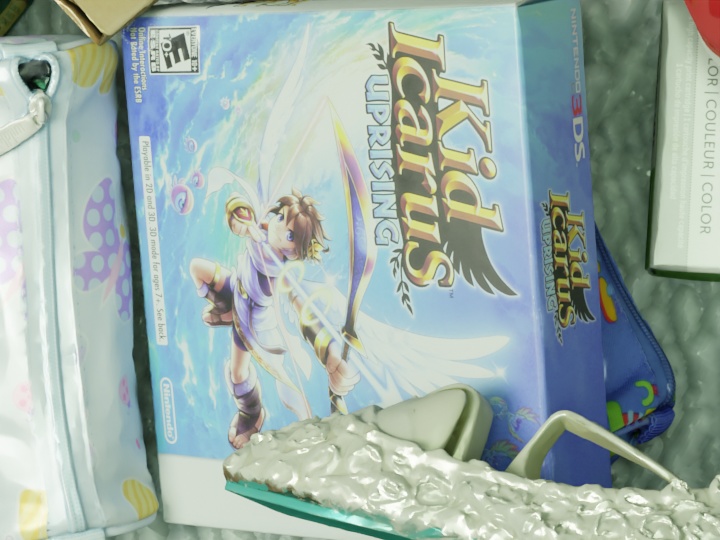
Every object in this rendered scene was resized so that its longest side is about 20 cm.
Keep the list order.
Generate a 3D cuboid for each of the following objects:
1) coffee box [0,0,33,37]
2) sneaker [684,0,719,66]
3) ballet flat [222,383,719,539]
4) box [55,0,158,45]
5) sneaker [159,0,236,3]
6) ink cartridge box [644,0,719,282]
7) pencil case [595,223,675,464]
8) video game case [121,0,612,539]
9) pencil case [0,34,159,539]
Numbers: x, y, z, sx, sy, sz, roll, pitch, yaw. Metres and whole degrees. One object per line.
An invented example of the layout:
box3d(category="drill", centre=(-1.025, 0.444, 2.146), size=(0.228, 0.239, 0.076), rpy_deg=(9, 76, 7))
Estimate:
box3d(category="coffee box", centre=(-0.219, -0.164, 1.112), size=(0.200, 0.123, 0.044), rpy_deg=(40, 90, 8))
box3d(category="sneaker", centre=(0.108, -0.143, 1.021), size=(0.116, 0.200, 0.078), rpy_deg=(36, 104, -24))
box3d(category="ballet flat", centre=(0.049, 0.076, 0.982), size=(0.200, 0.072, 0.072), rpy_deg=(16, 90, 29))
box3d(category="box", centre=(-0.079, -0.203, 1.102), size=(0.200, 0.021, 0.164), rpy_deg=(-41, 84, -23))
box3d(category="sneaker", centre=(-0.094, -0.156, 1.031), size=(0.200, 0.075, 0.082), rpy_deg=(12, 56, -18))
box3d(category="ink cartridge box", centre=(0.210, -0.045, 1.084), size=(0.200, 0.059, 0.104), rpy_deg=(3, 87, 7))
box3d(category="pencil case", centre=(0.054, -0.015, 1.092), size=(0.087, 0.078, 0.200), rpy_deg=(-23, 86, 29))
box3d(category="video game case", centre=(0.000, 0.000, 1.058), size=(0.181, 0.045, 0.200), rpy_deg=(2, 101, 35))
box3d(category="pencil case", centre=(-0.124, 0.007, 1.097), size=(0.083, 0.091, 0.200), rpy_deg=(-9, 99, -33))
